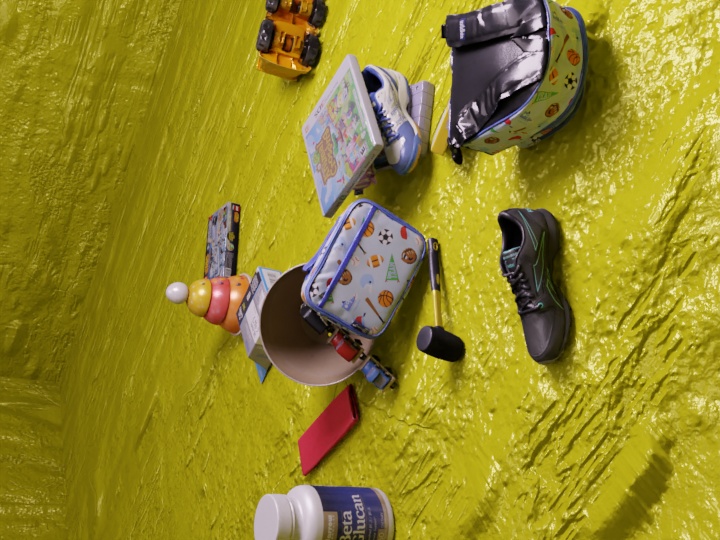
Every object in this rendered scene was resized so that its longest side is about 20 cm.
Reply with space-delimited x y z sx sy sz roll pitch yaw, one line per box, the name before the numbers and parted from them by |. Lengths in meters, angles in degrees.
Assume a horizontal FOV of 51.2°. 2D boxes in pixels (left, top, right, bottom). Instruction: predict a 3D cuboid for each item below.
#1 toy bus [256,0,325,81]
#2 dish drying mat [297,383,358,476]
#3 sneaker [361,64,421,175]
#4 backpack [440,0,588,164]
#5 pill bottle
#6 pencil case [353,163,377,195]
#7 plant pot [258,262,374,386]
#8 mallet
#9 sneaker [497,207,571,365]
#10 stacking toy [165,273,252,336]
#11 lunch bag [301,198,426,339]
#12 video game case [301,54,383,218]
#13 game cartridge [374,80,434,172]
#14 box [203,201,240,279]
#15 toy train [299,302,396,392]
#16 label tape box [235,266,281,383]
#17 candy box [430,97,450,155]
toy bus | -0.170 -0.539 1.722 0.192 0.133 0.205 170 111 -74
dish drying mat | -0.059 0.289 1.350 0.201 0.018 0.078 -53 38 38
sneaker | 0.040 -0.248 1.236 0.075 0.087 0.204 -38 52 40
backpack | 0.204 -0.251 0.964 0.190 0.151 0.205 159 111 -62
pill bottle | -0.056 0.384 1.135 0.110 0.197 0.114 -25 59 52
pencil case | -0.011 -0.243 1.327 0.084 0.084 0.205 -6 74 21
plant pot | -0.066 0.085 1.295 0.134 0.196 0.205 -33 -43 -85
mallet | 0.105 0.036 1.113 0.041 0.065 0.204 -38 49 43
sneaker | 0.208 0.016 0.939 0.075 0.078 0.205 -29 57 51
stacking toy | -0.351 0.066 1.732 0.145 0.197 0.150 -25 60 52
lunch bag | 0.000 0.000 1.175 0.203 0.159 0.075 -60 13 -6
video game case | -0.035 -0.223 1.253 0.182 0.022 0.203 -49 46 43
game cartridge | 0.055 -0.245 1.324 0.199 0.038 0.133 -7 71 58
box | -0.359 -0.059 1.941 0.136 0.039 0.205 -23 61 53
toy train | -0.020 0.121 1.201 0.034 0.199 0.046 -49 -2 14
label tape box | -0.219 0.119 1.627 0.202 0.062 0.145 -61 34 26
candy box | 0.155 -0.276 1.129 0.102 0.026 0.203 -60 -8 -72
